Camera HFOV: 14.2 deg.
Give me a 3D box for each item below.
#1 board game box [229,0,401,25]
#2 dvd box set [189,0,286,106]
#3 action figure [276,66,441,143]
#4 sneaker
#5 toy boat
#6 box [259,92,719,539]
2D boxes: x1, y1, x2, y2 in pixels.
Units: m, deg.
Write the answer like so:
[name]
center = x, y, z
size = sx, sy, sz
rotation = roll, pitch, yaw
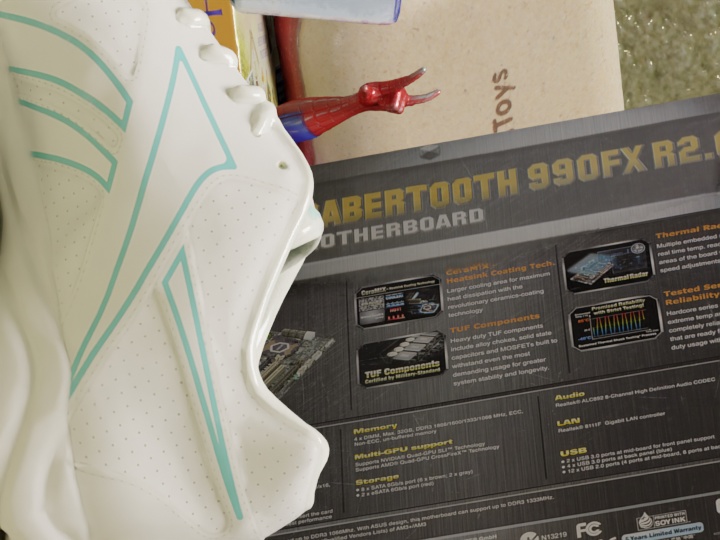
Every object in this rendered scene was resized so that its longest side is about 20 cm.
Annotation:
[board game box]
center = -0.009, -0.172, 0.727
size = 0.200, 0.041, 0.201
rotation = -119, -145, -77
[dvd box set]
center = -0.048, -0.082, 1.018
size = 0.146, 0.029, 0.201
rotation = -66, 150, -81
[action figure]
center = 0.000, 0.000, 0.917
size = 0.200, 0.098, 0.066
rotation = 44, 47, -52
[sneaker]
center = -0.049, -0.029, 0.662
size = 0.070, 0.080, 0.202
rotation = 52, 30, -77
[toy boat]
center = 0.020, -0.072, 1.097
size = 0.131, 0.130, 0.201
rotation = 43, -30, 47
[box]
center = 0.025, 0.037, 0.726
size = 0.159, 0.199, 0.048
rotation = -93, 170, -45
